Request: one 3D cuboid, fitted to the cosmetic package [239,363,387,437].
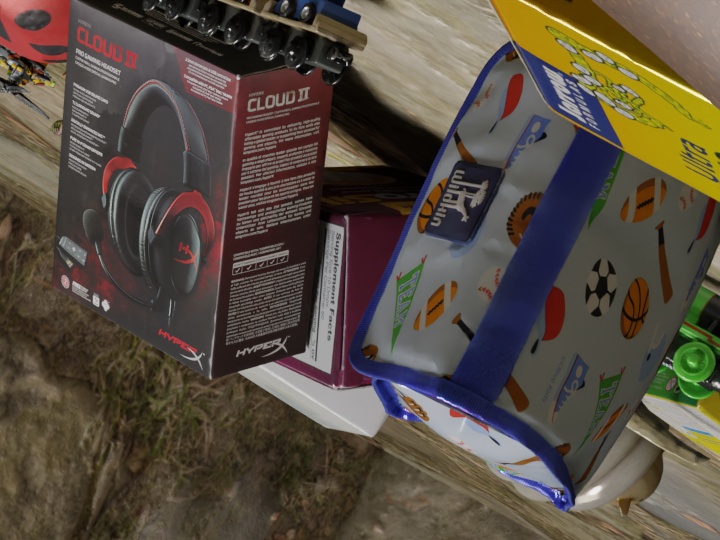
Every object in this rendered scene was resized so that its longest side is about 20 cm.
[{"bbox_3d":[-0.060,0.035,2.346,0.199,0.123,0.200,33,172,-8],"label":"cosmetic package"}]

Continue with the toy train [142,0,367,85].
[{"bbox_3d":[-0.052,-0.131,1.411,0.034,0.046,0.200,22,-177,-33],"label":"toy train"}]

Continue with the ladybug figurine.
[{"bbox_3d":[-0.192,-0.170,1.645,0.136,0.072,0.200,32,173,2],"label":"ladybug figurine"}]

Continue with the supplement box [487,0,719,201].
[{"bbox_3d":[0.148,-0.058,0.727,0.200,0.109,0.110,29,173,20],"label":"supplement box"}]

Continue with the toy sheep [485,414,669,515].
[{"bbox_3d":[0.123,0.080,1.814,0.200,0.138,0.138,41,170,-24],"label":"toy sheep"}]

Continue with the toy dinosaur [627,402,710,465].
[{"bbox_3d":[0.116,0.063,1.696,0.200,0.088,0.048,53,169,37],"label":"toy dinosaur"}]

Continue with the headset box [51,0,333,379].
[{"bbox_3d":[-0.094,-0.063,1.573,0.075,0.200,0.149,-15,-148,-41],"label":"headset box"}]

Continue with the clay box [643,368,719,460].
[{"bbox_3d":[0.263,0.111,1.723,0.200,0.048,0.115,34,173,-19],"label":"clay box"}]

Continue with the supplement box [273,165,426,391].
[{"bbox_3d":[0.000,0.000,1.669,0.131,0.104,0.200,-2,-170,-28],"label":"supplement box"}]

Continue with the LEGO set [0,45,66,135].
[{"bbox_3d":[-0.179,-0.103,1.877,0.200,0.116,0.154,35,173,-24],"label":"LEGO set"}]

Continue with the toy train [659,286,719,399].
[{"bbox_3d":[0.123,0.002,1.529,0.200,0.056,0.042,30,168,21],"label":"toy train"}]

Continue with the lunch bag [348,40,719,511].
[{"bbox_3d":[0.079,-0.002,1.216,0.124,0.170,0.200,26,174,8],"label":"lunch bag"}]

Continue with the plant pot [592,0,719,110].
[{"bbox_3d":[0.079,-0.109,0.401,0.198,0.200,0.200,38,177,25],"label":"plant pot"}]
